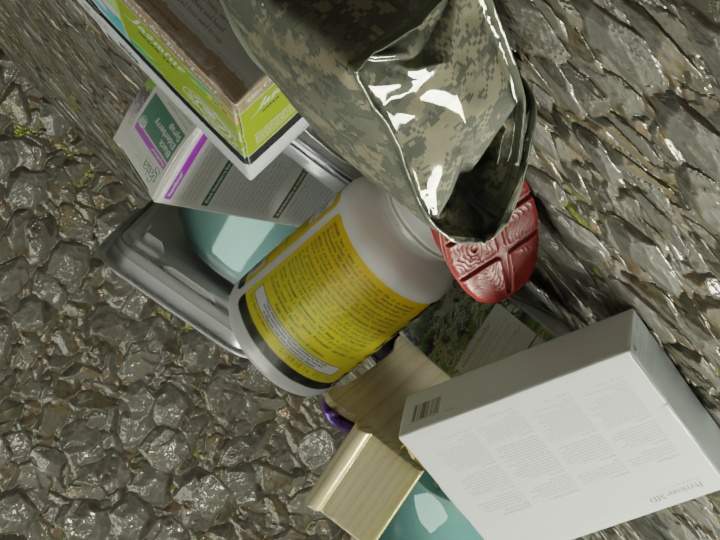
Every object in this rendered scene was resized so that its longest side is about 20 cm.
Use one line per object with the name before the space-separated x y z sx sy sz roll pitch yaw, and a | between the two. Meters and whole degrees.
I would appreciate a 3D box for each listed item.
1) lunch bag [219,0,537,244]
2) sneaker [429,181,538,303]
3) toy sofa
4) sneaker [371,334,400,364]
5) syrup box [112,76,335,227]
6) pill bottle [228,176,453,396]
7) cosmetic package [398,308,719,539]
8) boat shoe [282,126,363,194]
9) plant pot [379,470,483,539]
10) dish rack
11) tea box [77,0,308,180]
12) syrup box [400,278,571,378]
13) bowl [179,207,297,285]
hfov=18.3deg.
lunch bag | 0.017 -0.122 1.384 0.164 0.117 0.201 38 163 40
sneaker | 0.058 -0.077 1.595 0.116 0.078 0.201 49 165 55
toy sofa | 0.022 0.132 1.766 0.097 0.083 0.200 37 -157 8
sneaker | 0.029 0.018 1.939 0.070 0.090 0.200 51 -173 -12
syrup box | -0.092 -0.097 1.807 0.199 0.082 0.079 10 -146 -45
pill bottle | 0.000 0.000 1.714 0.112 0.200 0.113 33 -145 -27
cosmetic package | 0.151 0.126 1.650 0.151 0.199 0.052 53 -149 -27
boat shoe | -0.016 -0.109 1.747 0.199 0.067 0.074 26 -147 -17
plant pot | 0.109 0.211 2.230 0.200 0.200 0.161 43 159 24
dish rack | -0.141 -0.004 2.013 0.171 0.044 0.200 36 -163 -2
tea box | -0.102 -0.198 1.558 0.200 0.134 0.197 45 171 10
syrup box | 0.095 0.046 1.772 0.200 0.079 0.081 40 -169 39
bowl | -0.082 -0.048 1.987 0.200 0.105 0.201 32 -162 -11
